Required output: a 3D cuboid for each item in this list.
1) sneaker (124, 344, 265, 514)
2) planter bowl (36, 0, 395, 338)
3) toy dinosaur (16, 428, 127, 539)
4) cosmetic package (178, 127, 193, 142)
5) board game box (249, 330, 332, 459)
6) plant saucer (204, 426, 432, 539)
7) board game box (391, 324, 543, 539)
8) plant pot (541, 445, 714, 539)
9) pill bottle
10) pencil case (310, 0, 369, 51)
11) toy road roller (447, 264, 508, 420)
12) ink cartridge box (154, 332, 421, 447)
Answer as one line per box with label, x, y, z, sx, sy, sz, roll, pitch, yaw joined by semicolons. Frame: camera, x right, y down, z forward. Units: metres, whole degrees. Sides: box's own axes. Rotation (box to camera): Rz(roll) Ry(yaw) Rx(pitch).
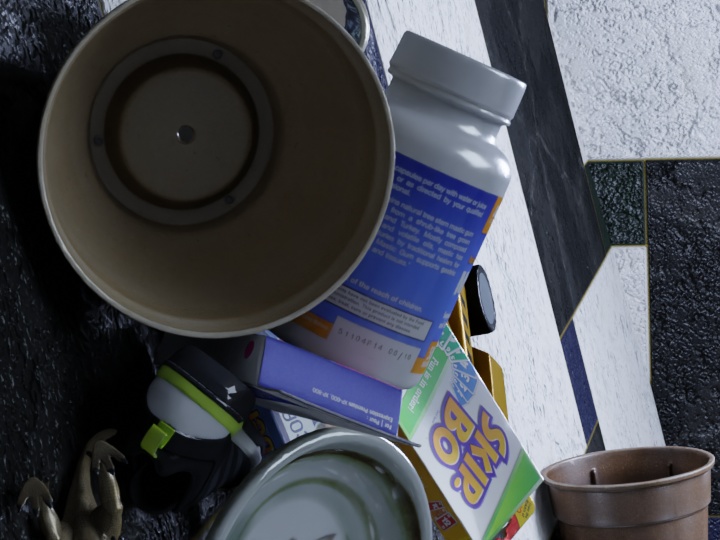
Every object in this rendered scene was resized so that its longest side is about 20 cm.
sneaker;-0.108;0.103;1.265;0.083;0.072;0.200;-52;168;-15
planter bowl;-0.092;-0.072;1.260;0.135;0.200;0.200;-143;-145;-73
toy dinosaur;-0.144;0.138;1.135;0.101;0.058;0.200;87;-10;-47
cosmetic package;-0.045;-0.080;1.421;0.200;0.081;0.113;37;52;-25
board game box;-0.032;0.064;1.453;0.135;0.034;0.200;-19;86;-47
plant saucer;-0.040;0.189;1.346;0.200;0.050;0.200;-14;111;-42
board game box;0.053;0.102;1.477;0.096;0.030;0.200;-42;105;-46
plant pot;0.316;0.319;2.505;0.200;0.200;0.199;-35;119;-75
pill bottle;0.024;-0.039;1.330;0.200;0.112;0.112;-65;167;6
pencil case;-0.038;-0.173;1.639;0.090;0.078;0.200;58;-3;-4
toy road roller;0.038;0.075;1.713;0.146;0.123;0.200;41;41;-67
ink cartridge box;-0.043;0.065;1.279;0.200;0.095;0.037;10;-101;65
